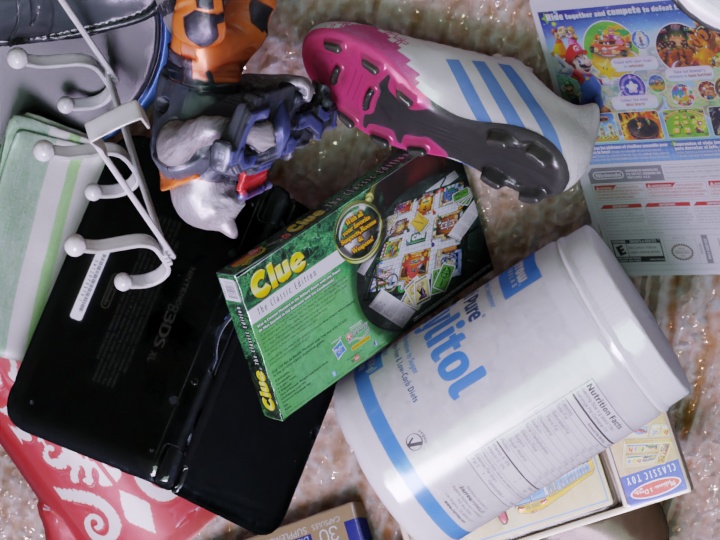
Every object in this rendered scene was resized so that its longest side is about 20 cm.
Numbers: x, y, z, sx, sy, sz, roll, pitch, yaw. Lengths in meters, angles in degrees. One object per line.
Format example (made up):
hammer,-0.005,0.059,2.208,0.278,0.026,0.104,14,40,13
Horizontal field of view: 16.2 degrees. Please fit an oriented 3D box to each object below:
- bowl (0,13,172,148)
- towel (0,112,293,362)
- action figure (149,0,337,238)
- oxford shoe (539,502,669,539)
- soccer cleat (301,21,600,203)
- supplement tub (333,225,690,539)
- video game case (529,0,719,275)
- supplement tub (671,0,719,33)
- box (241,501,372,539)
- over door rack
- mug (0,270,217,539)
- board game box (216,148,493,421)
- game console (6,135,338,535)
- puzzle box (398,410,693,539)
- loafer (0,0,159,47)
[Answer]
bowl,-0.212,-0.163,1.607,0.199,0.039,0.202,1,115,2
towel,-0.147,-0.004,1.620,0.199,0.023,0.154,14,83,-23
action figure,-0.082,-0.118,1.531,0.104,0.200,0.195,4,93,16
oxford shoe,0.113,0.182,1.746,0.198,0.073,0.085,-9,94,7
soccer cleat,0.060,-0.111,1.611,0.199,0.086,0.070,28,137,14
supplement tub,0.095,0.076,1.623,0.199,0.132,0.132,-34,110,9
video game case,0.195,-0.088,1.601,0.142,0.018,0.201,-1,119,36
supplement tub,0.222,-0.223,1.472,0.121,0.200,0.124,1,116,2
box,-0.027,0.274,1.749,0.120,0.032,0.202,-20,79,11
over door rack,-0.164,-0.092,1.487,0.066,0.149,0.200,-17,154,-7
mug,-0.193,0.101,1.662,0.133,0.178,0.201,-20,111,42
board game box,0.000,0.000,1.609,0.023,0.199,0.105,13,127,46
game console,-0.104,0.042,1.617,0.175,0.116,0.201,20,80,9
puzzle box,0.110,0.114,1.699,0.199,0.025,0.134,-19,87,11
loafer,-0.214,-0.165,1.546,0.199,0.071,0.069,-3,113,4
